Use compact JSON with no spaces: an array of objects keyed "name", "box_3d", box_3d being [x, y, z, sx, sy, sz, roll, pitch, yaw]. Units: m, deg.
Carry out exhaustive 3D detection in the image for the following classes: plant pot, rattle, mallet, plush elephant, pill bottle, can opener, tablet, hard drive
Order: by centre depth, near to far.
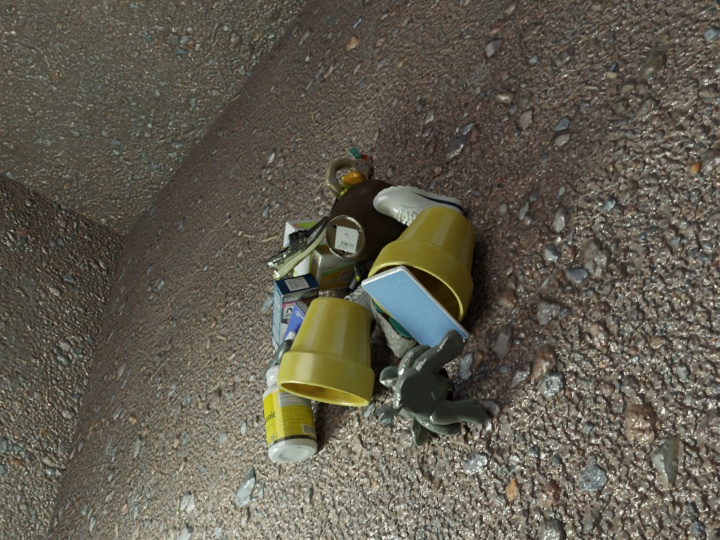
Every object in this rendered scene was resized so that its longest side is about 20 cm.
[{"name":"plush elephant","box_3d":[0.114,0.221,1.259,0.198,0.167,0.155,-25,-7,0]},{"name":"tablet","box_3d":[0.104,0.073,1.332,0.129,0.200,0.014,-21,31,48]},{"name":"plant pot","box_3d":[0.137,-0.015,1.377,0.200,0.201,0.190,-21,33,49]},{"name":"plant pot","box_3d":[-0.060,0.167,1.473,0.200,0.199,0.192,-14,59,52]},{"name":"plant pot","box_3d":[0.001,-0.094,1.566,0.187,0.187,0.200,-46,-3,25]},{"name":"pill bottle","box_3d":[-0.163,0.320,1.590,0.111,0.110,0.202,-38,49,34]},{"name":"mallet","box_3d":[0.000,0.000,1.629,0.067,0.041,0.200,-63,-5,-17]},{"name":"hard drive","box_3d":[-0.137,0.192,1.661,0.132,0.025,0.202,45,129,33]},{"name":"can opener","box_3d":[-0.195,0.217,1.662,0.054,0.066,0.201,56,135,24]},{"name":"rattle","box_3d":[-0.006,-0.290,1.888,0.201,0.129,0.144,-52,-13,-33]}]

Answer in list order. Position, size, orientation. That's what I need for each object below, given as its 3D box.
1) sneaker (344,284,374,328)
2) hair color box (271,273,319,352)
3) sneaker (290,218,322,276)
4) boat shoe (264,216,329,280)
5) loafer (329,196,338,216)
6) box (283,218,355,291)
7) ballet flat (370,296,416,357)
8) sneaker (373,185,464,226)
[{"name":"sneaker","box_3d":[0.003,0.078,1.600,0.074,0.086,0.202,14,76,62]},{"name":"hair color box","box_3d":[-0.161,0.110,1.717,0.061,0.099,0.202,55,148,42]},{"name":"sneaker","box_3d":[-0.114,-0.045,1.937,0.082,0.072,0.202,28,89,35]},{"name":"boat shoe","box_3d":[-0.147,-0.061,1.661,0.200,0.065,0.073,-45,13,9]},{"name":"loafer","box_3d":[-0.042,-0.118,1.871,0.072,0.072,0.201,-57,23,26]},{"name":"box","box_3d":[-0.104,-0.041,1.779,0.200,0.111,0.103,43,131,48]},{"name":"ballet flat","box_3d":[0.061,0.115,1.500,0.072,0.071,0.201,-52,30,15]},{"name":"sneaker","box_3d":[0.123,-0.120,1.485,0.077,0.197,0.082,98,180,-62]}]
